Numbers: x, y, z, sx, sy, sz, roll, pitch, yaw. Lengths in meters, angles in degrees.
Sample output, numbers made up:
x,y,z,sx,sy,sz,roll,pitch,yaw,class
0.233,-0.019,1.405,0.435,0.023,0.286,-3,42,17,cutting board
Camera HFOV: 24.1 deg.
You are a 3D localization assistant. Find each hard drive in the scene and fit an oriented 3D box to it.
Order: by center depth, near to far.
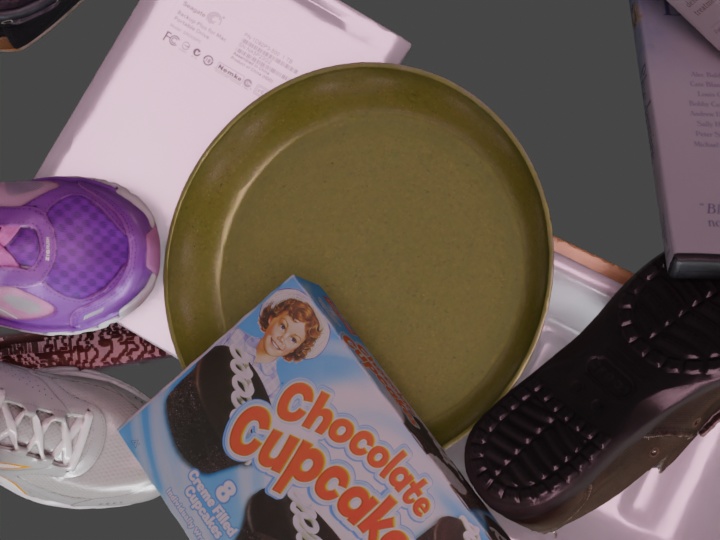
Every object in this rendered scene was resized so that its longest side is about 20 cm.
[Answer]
x,y,z,sx,sy,sz,roll,pitch,yaw,class
-0.081,-0.064,0.871,0.132,0.026,0.200,31,91,-2,hard drive

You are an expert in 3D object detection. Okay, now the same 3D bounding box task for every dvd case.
x,y,z,sx,sy,sz,roll,pitch,yaw,class
0.210,-0.075,0.824,0.143,0.018,0.200,2,51,-2,dvd case

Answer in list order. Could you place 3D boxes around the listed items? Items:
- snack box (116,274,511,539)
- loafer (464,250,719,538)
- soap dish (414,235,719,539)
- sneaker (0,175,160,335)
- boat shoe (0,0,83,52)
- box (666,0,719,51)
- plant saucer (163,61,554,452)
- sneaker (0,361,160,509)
x,y,z,sx,sy,sz,roll,pitch,yaw,class
-0.011,0.114,0.768,0.116,0.037,0.200,-41,70,10,snack box
0.134,0.052,0.788,0.200,0.071,0.073,-32,58,-9,loafer
0.120,0.081,0.855,0.200,0.081,0.157,25,91,-3,soap dish
-0.198,-0.012,0.816,0.200,0.088,0.081,5,90,14,sneaker
-0.131,-0.191,0.849,0.075,0.062,0.200,44,89,-1,boat shoe
0.179,-0.224,0.809,0.200,0.106,0.152,44,63,-2,box
0.000,0.000,0.818,0.200,0.031,0.200,-4,80,20,plant saucer
-0.184,0.075,0.836,0.200,0.092,0.076,18,90,-8,sneaker
